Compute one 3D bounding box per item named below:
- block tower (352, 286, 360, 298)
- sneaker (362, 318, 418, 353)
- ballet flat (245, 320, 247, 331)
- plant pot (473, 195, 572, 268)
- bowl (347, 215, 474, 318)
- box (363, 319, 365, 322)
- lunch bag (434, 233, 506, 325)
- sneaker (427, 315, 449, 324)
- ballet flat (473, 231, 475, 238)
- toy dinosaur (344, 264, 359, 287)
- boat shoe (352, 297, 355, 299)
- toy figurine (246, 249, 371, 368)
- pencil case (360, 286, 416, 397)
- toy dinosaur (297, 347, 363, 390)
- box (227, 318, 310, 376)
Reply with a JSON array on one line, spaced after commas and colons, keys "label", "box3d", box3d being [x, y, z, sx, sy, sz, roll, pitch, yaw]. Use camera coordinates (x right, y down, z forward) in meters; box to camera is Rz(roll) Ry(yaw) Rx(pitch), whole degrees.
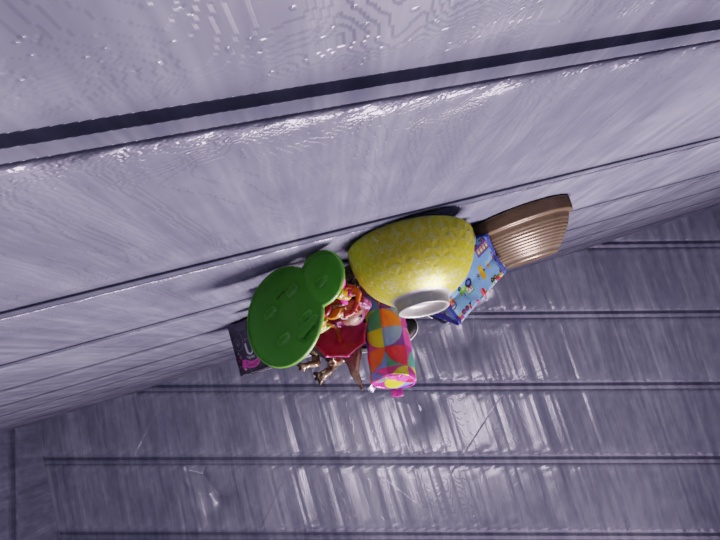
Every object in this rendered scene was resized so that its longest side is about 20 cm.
[{"label": "block tower", "box3d": [-0.045, 0.034, 1.093, 0.198, 0.055, 0.058, -19, 173, 9]}, {"label": "sneaker", "box3d": [0.041, 0.144, 1.215, 0.198, 0.074, 0.112, -14, 171, -10]}, {"label": "ballet flat", "box3d": [-0.158, 0.128, 1.237, 0.198, 0.067, 0.057, 21, 110, -28]}, {"label": "plant pot", "box3d": [0.313, -0.063, 1.074, 0.199, 0.094, 0.201, -16, 173, -2]}, {"label": "bowl", "box3d": [0.085, 0.009, 0.854, 0.198, 0.109, 0.200, -9, 161, -3]}, {"label": "box", "box3d": [0.012, 0.075, 1.320, 0.180, 0.105, 0.200, -21, 171, 16]}, {"label": "lunch bag", "box3d": [0.148, 0.008, 1.078, 0.150, 0.095, 0.199, -43, -155, -22]}, {"label": "sneaker", "box3d": [0.132, 0.063, 1.144, 0.197, 0.081, 0.129, 4, -178, -15]}, {"label": "ballet flat", "box3d": [0.107, -0.026, 0.985, 0.199, 0.069, 0.072, -26, 160, 36]}, {"label": "toy dinosaur", "box3d": [0.000, 0.000, 1.001, 0.198, 0.048, 0.088, -23, 165, 12]}, {"label": "boat shoe", "box3d": [-0.007, 0.073, 1.158, 0.201, 0.075, 0.075, 6, -139, 46]}, {"label": "toy figurine", "box3d": [-0.048, 0.069, 0.892, 0.200, 0.151, 0.183, -46, 147, 17]}, {"label": "pencil case", "box3d": [0.046, 0.109, 0.970, 0.087, 0.202, 0.089, -4, 152, -2]}, {"label": "toy dinosaur", "box3d": [-0.050, 0.130, 1.032, 0.199, 0.087, 0.135, 28, -143, 29]}, {"label": "box", "box3d": [-0.204, 0.164, 1.353, 0.199, 0.134, 0.114, -23, 170, 34]}]
